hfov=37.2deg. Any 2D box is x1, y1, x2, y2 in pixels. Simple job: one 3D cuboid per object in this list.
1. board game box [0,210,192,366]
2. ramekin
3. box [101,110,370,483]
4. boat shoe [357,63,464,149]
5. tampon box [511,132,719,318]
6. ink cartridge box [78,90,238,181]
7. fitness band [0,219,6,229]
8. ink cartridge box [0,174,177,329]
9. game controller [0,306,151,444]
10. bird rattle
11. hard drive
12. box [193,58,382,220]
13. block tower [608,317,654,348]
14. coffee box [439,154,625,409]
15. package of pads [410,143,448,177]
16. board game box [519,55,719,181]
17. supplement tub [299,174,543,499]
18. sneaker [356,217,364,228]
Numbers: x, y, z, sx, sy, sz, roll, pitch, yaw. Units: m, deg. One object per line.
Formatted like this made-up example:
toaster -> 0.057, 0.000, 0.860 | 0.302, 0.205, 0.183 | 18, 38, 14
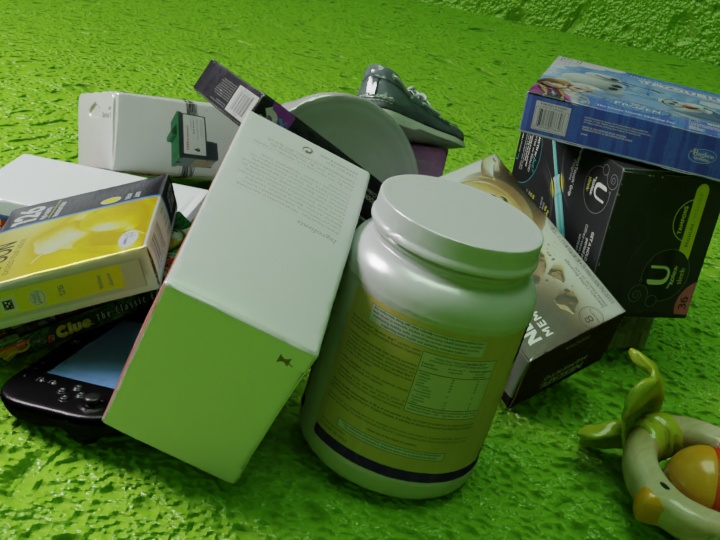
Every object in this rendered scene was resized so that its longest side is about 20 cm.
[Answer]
board game box -> -0.221, 0.010, 0.892 | 0.198, 0.024, 0.105 | -23, 33, -22
ramekin -> -0.047, -0.073, 1.047 | 0.200, 0.206, 0.094 | -1, 13, -29
box -> -0.084, 0.015, 0.763 | 0.105, 0.153, 0.201 | 26, 39, -9
boat shoe -> 0.059, -0.171, 1.150 | 0.072, 0.063, 0.199 | 2, -4, 33
tampon box -> 0.249, -0.065, 1.081 | 0.124, 0.152, 0.200 | 2, 25, -20
ink cartridge box -> -0.203, -0.146, 1.196 | 0.197, 0.086, 0.145 | 2, 5, -30
fitness band -> -0.274, -0.056, 1.086 | 0.141, 0.038, 0.200 | 14, 22, 11
ink cartridge box -> -0.251, -0.013, 0.859 | 0.197, 0.048, 0.198 | -12, 23, -2
game controller -> -0.186, 0.071, 0.831 | 0.103, 0.043, 0.200 | 19, 23, 14
bird rattle -> 0.270, 0.160, 0.841 | 0.198, 0.113, 0.164 | 25, 35, -4
hard drive -> -0.257, -0.067, 1.038 | 0.197, 0.026, 0.132 | 11, 23, 4
box -> -0.039, -0.095, 0.905 | 0.199, 0.036, 0.143 | 33, 4, -32
block tower -> 0.200, 0.044, 1.072 | 0.197, 0.055, 0.058 | 2, 26, -25
coffee box -> 0.128, 0.006, 0.965 | 0.112, 0.080, 0.201 | -22, 61, -24
package of pads -> -0.006, -0.084, 1.164 | 0.197, 0.123, 0.076 | 6, 0, -14
board game box -> 0.269, -0.152, 1.041 | 0.197, 0.044, 0.199 | 16, 23, 13
supplement tub -> 0.045, 0.047, 0.787 | 0.143, 0.203, 0.146 | 15, 24, -7
sneaker -> 0.000, 0.000, 0.964 | 0.099, 0.079, 0.200 | 31, -4, 38
